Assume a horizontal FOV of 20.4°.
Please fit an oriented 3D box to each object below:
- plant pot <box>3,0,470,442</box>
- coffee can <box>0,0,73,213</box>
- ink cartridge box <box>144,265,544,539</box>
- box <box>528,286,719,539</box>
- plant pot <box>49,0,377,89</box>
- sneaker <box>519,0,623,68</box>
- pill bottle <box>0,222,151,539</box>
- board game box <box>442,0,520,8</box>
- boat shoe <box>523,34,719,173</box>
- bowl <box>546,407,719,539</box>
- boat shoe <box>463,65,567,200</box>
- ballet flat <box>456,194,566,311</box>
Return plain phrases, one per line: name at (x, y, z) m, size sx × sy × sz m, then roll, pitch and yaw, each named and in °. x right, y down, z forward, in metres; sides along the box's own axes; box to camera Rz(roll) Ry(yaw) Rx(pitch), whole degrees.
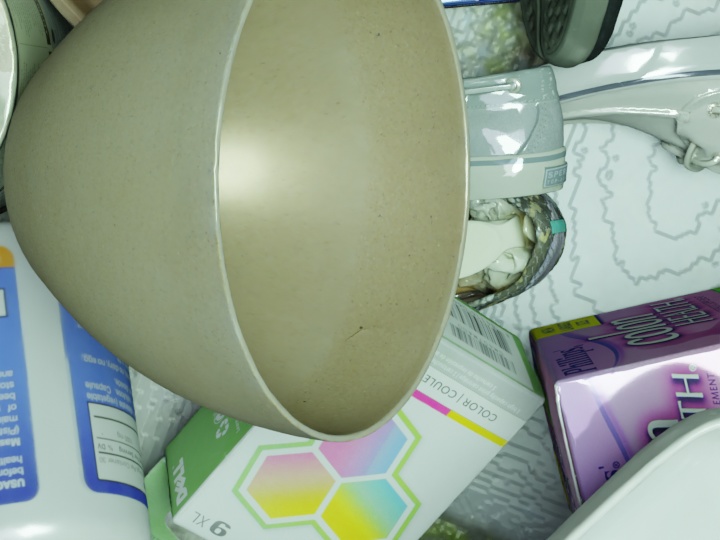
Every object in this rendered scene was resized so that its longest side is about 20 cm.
plant pot at (-0.059, -0.038, 0.783) m, size 0.134 × 0.200 × 0.200 m, roll 3°, pitch 96°, yaw 29°
coffee can at (-0.203, -0.088, 0.875) m, size 0.146 × 0.200 × 0.146 m, roll 0°, pitch 95°, yaw 1°
ink cartridge box at (-0.021, 0.090, 0.920) m, size 0.104 × 0.059 × 0.200 m, roll 33°, pitch 111°, yaw -25°
box at (0.186, 0.060, 0.891) m, size 0.200 × 0.176 × 0.097 m, roll -14°, pitch 95°, yaw 3°
plant pot at (-0.051, -0.183, 0.886) m, size 0.201 × 0.093 × 0.201 m, roll 2°, pitch 98°, yaw 12°
sneaker at (0.134, -0.183, 0.898) m, size 0.114 × 0.076 × 0.200 m, roll 12°, pitch 81°, yaw -23°
pill bottle at (-0.155, 0.089, 0.899) m, size 0.112 × 0.112 × 0.200 m, roll -11°, pitch 69°, yaw 2°
board game box at (0.036, -0.224, 0.940) m, size 0.135 × 0.034 × 0.200 m, roll -4°, pitch 96°, yaw 2°
boat shoe at (0.172, -0.075, 0.936) m, size 0.200 × 0.072 × 0.066 m, roll -4°, pitch 90°, yaw -7°
bowl at (0.140, 0.164, 0.783) m, size 0.200 × 0.075 × 0.200 m, roll 41°, pitch 100°, yaw -10°
boat shoe at (-0.002, -0.072, 0.921) m, size 0.201 × 0.070 × 0.072 m, roll 3°, pitch 98°, yaw 20°
ballet flat at (0.000, 0.000, 0.945) m, size 0.200 × 0.072 × 0.072 m, roll -15°, pitch 95°, yaw 3°
